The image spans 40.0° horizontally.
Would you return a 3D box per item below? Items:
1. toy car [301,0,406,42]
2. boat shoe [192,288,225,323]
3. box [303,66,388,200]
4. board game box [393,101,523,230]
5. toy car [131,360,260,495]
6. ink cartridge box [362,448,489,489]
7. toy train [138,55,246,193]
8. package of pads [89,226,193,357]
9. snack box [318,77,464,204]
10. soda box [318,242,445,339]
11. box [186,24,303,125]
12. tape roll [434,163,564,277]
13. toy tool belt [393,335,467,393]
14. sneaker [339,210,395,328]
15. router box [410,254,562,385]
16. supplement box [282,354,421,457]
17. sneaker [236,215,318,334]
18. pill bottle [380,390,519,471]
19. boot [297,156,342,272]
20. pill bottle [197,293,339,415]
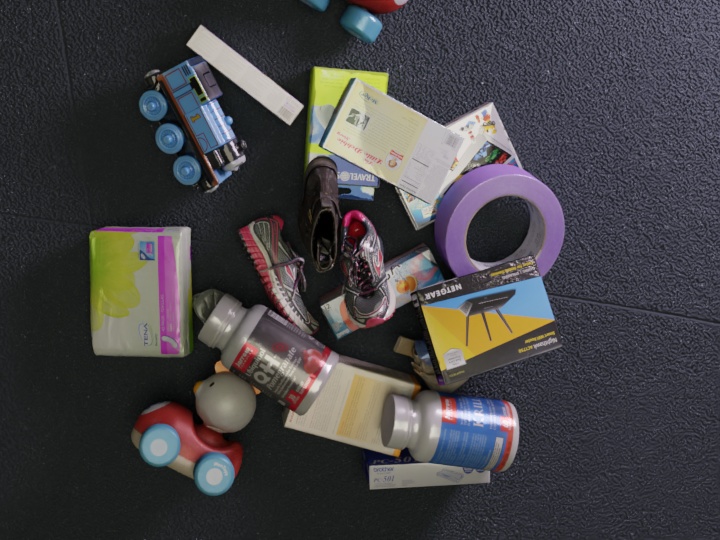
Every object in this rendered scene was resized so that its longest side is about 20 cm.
[{"bbox_3d":[0.009,-0.451,1.425,0.176,0.200,0.185,30,95,-11],"label":"toy car"},{"bbox_3d":[-0.186,0.104,1.579,0.202,0.065,0.075,40,77,-17],"label":"boat shoe"},{"bbox_3d":[-0.025,-0.211,1.547,0.121,0.048,0.202,3,98,-7],"label":"box"},{"bbox_3d":[0.147,-0.167,1.581,0.199,0.035,0.127,-28,102,-2],"label":"board game box"},{"bbox_3d":[-0.238,0.218,1.535,0.176,0.184,0.201,30,83,-10],"label":"toy car"},{"bbox_3d":[0.106,0.319,1.628,0.198,0.094,0.045,-2,100,-7],"label":"ink cartridge box"},{"bbox_3d":[-0.248,-0.219,1.487,0.113,0.087,0.201,-23,102,19],"label":"toy train"},{"bbox_3d":[-0.341,0.033,1.526,0.153,0.068,0.202,1,99,6],"label":"package of pads"},{"bbox_3d":[0.048,-0.197,1.517,0.199,0.037,0.117,26,93,-16],"label":"snack box"},{"bbox_3d":[0.032,0.032,1.582,0.199,0.068,0.064,-28,102,0],"label":"soda box"},{"bbox_3d":[-0.176,-0.298,1.518,0.199,0.039,0.042,36,93,-11],"label":"box"},{"bbox_3d":[0.220,-0.064,1.572,0.198,0.066,0.202,-4,112,-11],"label":"tape roll"},{"bbox_3d":[0.158,0.096,1.584,0.200,0.125,0.123,-42,110,1],"label":"toy tool belt"},{"bbox_3d":[0.000,0.000,1.513,0.080,0.201,0.075,-18,142,7],"label":"sneaker"},{"bbox_3d":[0.193,0.075,1.516,0.198,0.051,0.151,-17,86,-12],"label":"router box"},{"bbox_3d":[-0.016,0.211,1.605,0.198,0.074,0.127,17,97,-9],"label":"supplement box"},{"bbox_3d":[-0.116,0.011,1.551,0.074,0.081,0.201,-30,104,-11],"label":"sneaker"},{"bbox_3d":[0.137,0.247,1.540,0.198,0.112,0.113,9,98,-13],"label":"pill bottle"},{"bbox_3d":[-0.061,-0.055,1.482,0.068,0.175,0.202,-2,128,-3],"label":"boot"},{"bbox_3d":[-0.141,0.122,1.492,0.199,0.111,0.111,33,95,-2],"label":"pill bottle"}]
